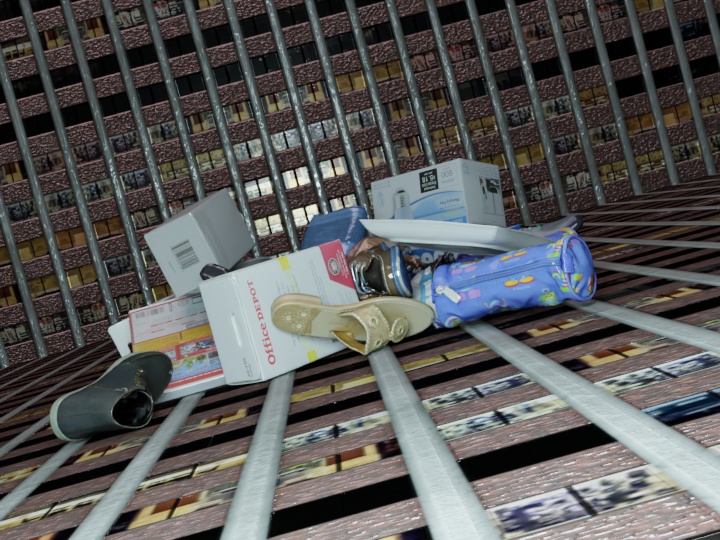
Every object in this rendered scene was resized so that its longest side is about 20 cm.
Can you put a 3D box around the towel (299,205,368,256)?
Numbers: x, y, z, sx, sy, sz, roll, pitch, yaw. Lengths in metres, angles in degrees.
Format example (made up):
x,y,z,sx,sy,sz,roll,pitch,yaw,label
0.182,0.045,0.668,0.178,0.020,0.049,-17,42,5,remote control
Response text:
x,y,z,sx,sy,sz,roll,pitch,yaw,label
-0.049,-0.007,1.723,0.112,0.049,0.200,-11,48,33,towel

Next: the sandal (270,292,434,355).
x,y,z,sx,sy,sz,roll,pitch,yaw,label
-0.007,0.079,1.400,0.211,0.078,0.070,5,41,-12,sandal

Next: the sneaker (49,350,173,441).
x,y,z,sx,sy,sz,roll,pitch,yaw,label
-0.268,0.151,1.345,0.106,0.075,0.200,-8,15,32,sneaker

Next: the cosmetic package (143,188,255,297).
x,y,z,sx,sy,sz,roll,pitch,yaw,label
-0.234,-0.045,1.658,0.085,0.108,0.200,-25,8,13,cosmetic package

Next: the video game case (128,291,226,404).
x,y,z,sx,sy,sz,roll,pitch,yaw,label
-0.246,0.102,1.545,0.143,0.017,0.200,-15,37,-5,video game case

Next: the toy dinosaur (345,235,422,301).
x,y,z,sx,sy,sz,roll,pitch,yaw,label
0.000,0.000,1.622,0.200,0.135,0.086,-54,-5,-30,toy dinosaur

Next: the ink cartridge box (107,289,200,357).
x,y,z,sx,sy,sz,roll,pitch,yaw,label
-0.268,0.095,1.668,0.200,0.116,0.068,-27,10,-3,ink cartridge box

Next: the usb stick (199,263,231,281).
x,y,z,sx,sy,sz,roll,pitch,yaw,label
-0.166,0.045,1.570,0.055,0.033,0.200,22,-15,27,usb stick

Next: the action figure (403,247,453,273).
x,y,z,sx,sy,sz,roll,pitch,yaw,label
0.060,0.018,1.749,0.200,0.119,0.102,-1,21,38,action figure

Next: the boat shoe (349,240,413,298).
x,y,z,sx,sy,sz,roll,pitch,yaw,label
0.025,0.006,1.486,0.072,0.072,0.200,-15,6,-1,boat shoe

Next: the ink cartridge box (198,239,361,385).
x,y,z,sx,sy,sz,roll,pitch,yaw,label
-0.101,0.054,1.481,0.200,0.145,0.083,-18,3,-44,ink cartridge box

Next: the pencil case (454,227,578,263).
x,y,z,sx,sy,sz,roll,pitch,yaw,label
0.222,-0.001,1.537,0.200,0.078,0.087,-16,-7,-24,pencil case

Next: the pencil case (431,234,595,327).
x,y,z,sx,sy,sz,roll,pitch,yaw,label
0.175,0.015,1.322,0.200,0.078,0.087,-14,-13,31,pencil case

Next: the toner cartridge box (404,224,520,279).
x,y,z,sx,sy,sz,roll,pitch,yaw,label
0.169,-0.005,1.756,0.200,0.095,0.043,-14,4,38,toner cartridge box

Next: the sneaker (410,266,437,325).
x,y,z,sx,sy,sz,roll,pitch,yaw,label
0.072,0.045,1.549,0.087,0.075,0.200,-21,2,7,sneaker

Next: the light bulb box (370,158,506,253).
x,y,z,sx,sy,sz,roll,pitch,yaw,label
0.137,-0.068,1.895,0.198,0.200,0.125,-13,-10,39,light bulb box

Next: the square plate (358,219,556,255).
x,y,z,sx,sy,sz,roll,pitch,yaw,label
0.130,-0.040,1.435,0.200,0.028,0.198,4,-2,33,square plate

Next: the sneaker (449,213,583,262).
x,y,z,sx,sy,sz,roll,pitch,yaw,label
0.232,-0.043,1.644,0.200,0.088,0.074,-34,-8,-6,sneaker

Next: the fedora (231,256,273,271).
x,y,z,sx,sy,sz,roll,pitch,yaw,label
-0.190,0.075,1.787,0.177,0.090,0.200,-18,-25,-37,fedora
